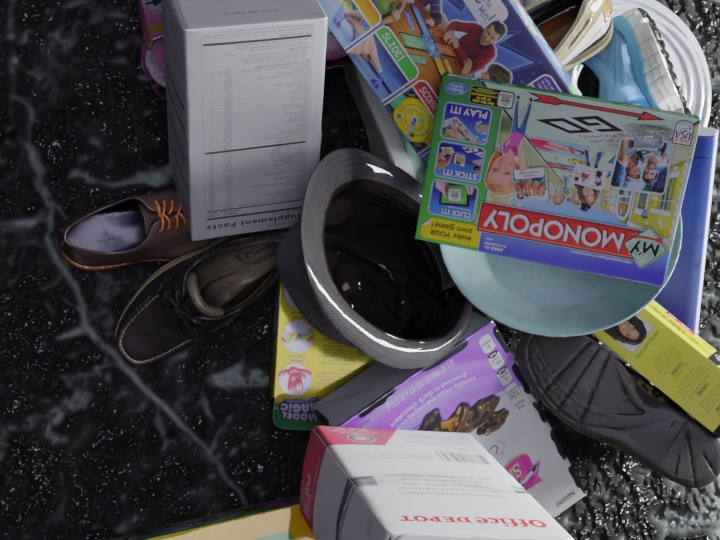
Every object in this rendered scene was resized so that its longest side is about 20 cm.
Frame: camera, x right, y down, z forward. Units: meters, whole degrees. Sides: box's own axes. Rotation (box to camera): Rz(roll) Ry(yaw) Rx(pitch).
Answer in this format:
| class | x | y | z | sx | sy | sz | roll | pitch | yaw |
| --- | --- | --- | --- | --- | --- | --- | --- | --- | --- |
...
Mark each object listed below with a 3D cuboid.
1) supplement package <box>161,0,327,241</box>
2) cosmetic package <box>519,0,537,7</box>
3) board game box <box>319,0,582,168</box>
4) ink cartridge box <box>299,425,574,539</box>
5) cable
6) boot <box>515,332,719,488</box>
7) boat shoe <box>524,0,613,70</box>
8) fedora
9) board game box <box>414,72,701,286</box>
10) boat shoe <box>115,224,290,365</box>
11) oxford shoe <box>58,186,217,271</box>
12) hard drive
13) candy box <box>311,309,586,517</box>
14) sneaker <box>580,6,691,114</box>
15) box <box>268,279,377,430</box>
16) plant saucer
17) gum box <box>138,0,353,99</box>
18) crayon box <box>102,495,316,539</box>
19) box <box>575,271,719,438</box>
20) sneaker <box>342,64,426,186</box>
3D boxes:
| class | x | y | z | sx | sy | sz | roll | pitch | yaw |
| --- | --- | --- | --- | --- | --- | --- | --- | --- | --- |
| supplement package | -0.098 | -0.139 | 0.955 | 0.114 | 0.110 | 0.200 | -8 | 132 | -16 |
| cosmetic package | 0.132 | -0.330 | 1.027 | 0.200 | 0.167 | 0.166 | -37 | 73 | -17 |
| board game box | 0.068 | -0.181 | 0.940 | 0.135 | 0.034 | 0.200 | -32 | 100 | 21 |
| ink cartridge box | 0.049 | 0.193 | 0.888 | 0.146 | 0.200 | 0.083 | 6 | 103 | -19 |
| cable | 0.234 | -0.167 | 1.114 | 0.200 | 0.069 | 0.200 | 13 | 84 | -8 |
| boot | 0.226 | 0.114 | 1.053 | 0.200 | 0.151 | 0.073 | 31 | 93 | 5 |
| boat shoe | 0.124 | -0.178 | 0.994 | 0.200 | 0.068 | 0.075 | -39 | 65 | 0 |
| fedora | 0.000 | 0.000 | 0.970 | 0.200 | 0.090 | 0.177 | 23 | 59 | -36 |
| board game box | 0.152 | -0.072 | 0.919 | 0.200 | 0.029 | 0.135 | 11 | 105 | 8 |
| boat shoe | -0.139 | 0.017 | 1.019 | 0.200 | 0.065 | 0.073 | -39 | 100 | 11 |
| oxford shoe | -0.167 | -0.041 | 1.038 | 0.200 | 0.073 | 0.071 | -16 | 88 | -10 |
| hard drive | 0.243 | -0.038 | 1.047 | 0.132 | 0.025 | 0.200 | 11 | 122 | 25 |
| candy box | 0.082 | 0.161 | 1.040 | 0.168 | 0.072 | 0.200 | -34 | 109 | -10 |
| sneaker | 0.251 | -0.130 | 1.054 | 0.090 | 0.078 | 0.200 | -19 | 98 | 21 |
| box | -0.022 | 0.047 | 1.070 | 0.117 | 0.048 | 0.200 | 4 | 83 | -10 |
| plant saucer | 0.166 | -0.031 | 0.984 | 0.201 | 0.039 | 0.201 | -3 | 66 | 6 |
| gum box | -0.101 | -0.223 | 1.036 | 0.200 | 0.114 | 0.066 | -12 | 133 | -9 |
| crayon box | -0.126 | 0.306 | 1.029 | 0.200 | 0.058 | 0.173 | -11 | 87 | -10 |
| box | 0.251 | 0.059 | 1.006 | 0.200 | 0.075 | 0.050 | 41 | 107 | 19 |
| sneaker | 0.064 | -0.139 | 1.068 | 0.118 | 0.074 | 0.201 | -13 | 73 | -11 |
